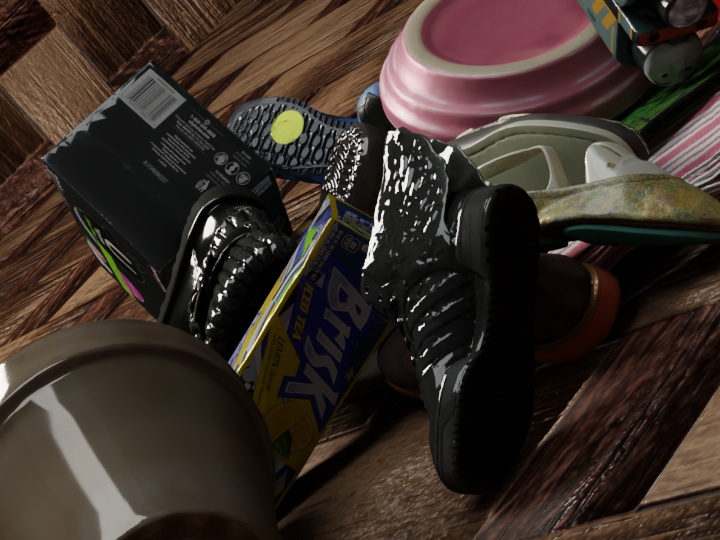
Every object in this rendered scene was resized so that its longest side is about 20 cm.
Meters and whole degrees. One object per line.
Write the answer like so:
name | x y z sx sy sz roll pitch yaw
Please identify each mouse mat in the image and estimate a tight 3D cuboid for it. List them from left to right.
mouse mat | 0.209 -0.123 1.500 0.200 0.008 0.161 -36 5 -22

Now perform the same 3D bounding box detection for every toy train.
toy train | 0.169 -0.208 1.484 0.085 0.114 0.200 -19 50 -12

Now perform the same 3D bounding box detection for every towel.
towel | 0.181 -0.055 1.404 0.146 0.030 0.200 -36 11 18

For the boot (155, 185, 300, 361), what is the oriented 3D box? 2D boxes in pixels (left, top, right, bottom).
boot | -0.088 0.057 1.549 0.158 0.079 0.212 -130 45 -62

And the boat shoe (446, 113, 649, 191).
boat shoe | 0.104 -0.066 1.407 0.201 0.072 0.061 -9 23 49

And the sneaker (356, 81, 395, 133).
sneaker | 0.059 -0.131 1.701 0.200 0.090 0.078 -12 -32 -51

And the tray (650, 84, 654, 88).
tray | 0.135 -0.089 1.623 0.200 0.037 0.099 -48 15 -33

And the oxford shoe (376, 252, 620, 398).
oxford shoe | 0.062 0.025 1.328 0.200 0.072 0.071 -25 47 51

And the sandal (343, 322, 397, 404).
sandal | 0.042 0.002 1.483 0.200 0.055 0.082 -41 39 -2

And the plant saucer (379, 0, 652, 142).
plant saucer | 0.107 -0.156 1.574 0.200 0.051 0.201 -11 35 8

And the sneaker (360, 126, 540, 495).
sneaker | 0.043 0.020 1.243 0.104 0.060 0.200 -1 79 47

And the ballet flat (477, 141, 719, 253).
ballet flat | 0.121 -0.041 1.298 0.200 0.071 0.071 -6 32 35

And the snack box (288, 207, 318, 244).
snack box | -0.021 -0.001 1.734 0.142 0.053 0.200 -46 14 -19

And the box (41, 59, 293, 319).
box | -0.145 -0.042 1.837 0.124 0.149 0.200 -43 -23 -12

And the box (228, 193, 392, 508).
box | -0.040 0.057 1.424 0.200 0.070 0.064 -58 10 14

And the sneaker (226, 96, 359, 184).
sneaker | -0.014 -0.090 1.812 0.200 0.078 0.066 9 74 28

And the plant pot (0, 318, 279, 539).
plant pot | -0.126 0.151 1.288 0.200 0.200 0.174 -41 29 -1

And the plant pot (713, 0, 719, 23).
plant pot | 0.286 -0.280 1.490 0.177 0.201 0.200 -23 12 -5

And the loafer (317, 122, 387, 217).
loafer | 0.000 0.000 1.547 0.073 0.071 0.200 -120 44 -56
